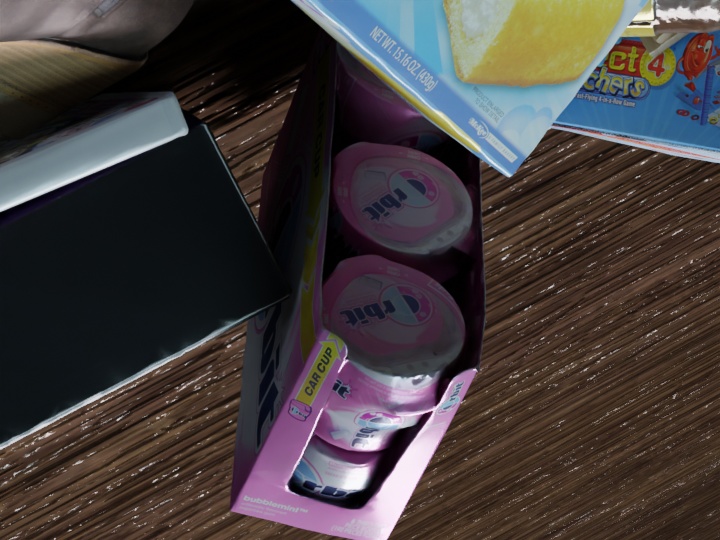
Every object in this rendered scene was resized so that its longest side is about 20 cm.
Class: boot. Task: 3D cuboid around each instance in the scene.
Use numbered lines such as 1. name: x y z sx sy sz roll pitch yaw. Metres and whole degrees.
1. boot: -0.105 -0.128 0.730 0.166 0.072 0.200 -43 157 9

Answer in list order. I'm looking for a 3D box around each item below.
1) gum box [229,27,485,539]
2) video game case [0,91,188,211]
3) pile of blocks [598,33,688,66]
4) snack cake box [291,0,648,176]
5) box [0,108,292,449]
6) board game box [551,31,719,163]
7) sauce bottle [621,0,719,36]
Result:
1. gum box: 0.000 0.000 0.889 0.066 0.200 0.114 14 136 -11
2. video game case: -0.170 -0.021 0.824 0.199 0.018 0.143 -24 -169 -14
3. pile of blocks: 0.086 -0.123 0.931 0.200 0.082 0.062 -38 154 19
4. snack cake box: 0.016 -0.131 0.735 0.115 0.067 0.200 -52 137 2
5. box: -0.139 0.014 0.877 0.200 0.079 0.141 -28 -172 -6
6. board game box: 0.182 -0.075 1.020 0.200 0.195 0.056 6 96 -55
7. sauce bottle: 0.106 -0.121 0.868 0.199 0.065 0.065 1 160 10
